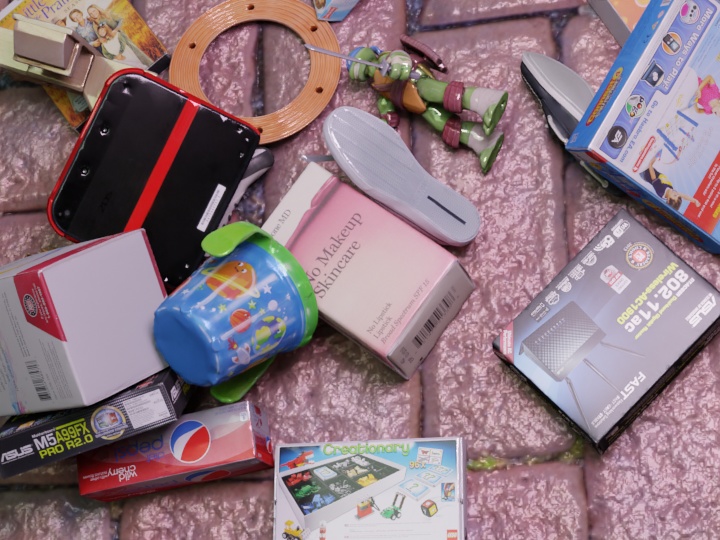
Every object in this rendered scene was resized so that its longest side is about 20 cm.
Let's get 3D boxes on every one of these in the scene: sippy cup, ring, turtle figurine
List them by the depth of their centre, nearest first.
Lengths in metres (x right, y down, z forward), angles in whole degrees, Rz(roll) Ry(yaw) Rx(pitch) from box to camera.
[{"bbox_3d":[-0.134,0.047,1.509,0.139,0.130,0.178,-13,108,49],"label":"sippy cup"},{"bbox_3d":[0.047,-0.162,1.593,0.193,0.200,0.144,22,114,17],"label":"turtle figurine"},{"bbox_3d":[-0.120,-0.228,1.708,0.199,0.019,0.201,-2,66,6],"label":"ring"}]

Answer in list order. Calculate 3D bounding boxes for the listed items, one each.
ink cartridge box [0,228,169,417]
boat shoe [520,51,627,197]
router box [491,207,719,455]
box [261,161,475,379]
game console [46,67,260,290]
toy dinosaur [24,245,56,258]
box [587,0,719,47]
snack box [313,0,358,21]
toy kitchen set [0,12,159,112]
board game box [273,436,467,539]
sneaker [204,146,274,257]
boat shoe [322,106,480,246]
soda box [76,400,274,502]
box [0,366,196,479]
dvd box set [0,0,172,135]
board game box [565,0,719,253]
[{"bbox_3d":[-0.312,0.057,1.551,0.199,0.144,0.146,-10,102,43],"label":"ink cartridge box"},{"bbox_3d":[0.225,-0.156,1.578,0.200,0.075,0.060,55,131,37],"label":"boat shoe"},{"bbox_3d":[0.253,0.060,1.504,0.200,0.062,0.150,-46,68,-2],"label":"router box"},{"bbox_3d":[0.000,0.000,1.569,0.200,0.109,0.128,34,85,22],"label":"box"},{"bbox_3d":[-0.226,-0.100,1.615,0.176,0.031,0.201,26,91,-12],"label":"game console"},{"bbox_3d":[-0.332,0.029,1.692,0.199,0.060,0.107,25,115,18],"label":"toy dinosaur"},{"bbox_3d":[0.300,-0.325,1.594,0.124,0.097,0.200,-33,68,4],"label":"box"},{"bbox_3d":[-0.029,-0.400,1.706,0.037,0.116,0.201,0,66,-30],"label":"snack box"},{"bbox_3d":[-0.344,-0.169,1.662,0.199,0.163,0.181,18,85,9],"label":"toy kitchen set"},{"bbox_3d":[0.010,0.238,1.531,0.199,0.035,0.127,-4,73,14],"label":"board game box"},{"bbox_3d":[-0.172,-0.063,1.670,0.200,0.074,0.080,-38,94,-2],"label":"sneaker"},{"bbox_3d":[0.033,-0.088,1.565,0.200,0.067,0.074,42,66,-9],"label":"boat shoe"},{"bbox_3d":[-0.197,0.193,1.584,0.199,0.070,0.064,-14,71,11],"label":"soda box"},{"bbox_3d":[-0.274,0.143,1.576,0.199,0.160,0.044,-19,103,10],"label":"box"},{"bbox_3d":[-0.332,-0.277,1.793,0.146,0.029,0.200,-38,68,1],"label":"dvd box set"},{"bbox_3d":[0.335,-0.151,1.491,0.195,0.056,0.200,34,83,-18],"label":"board game box"}]
